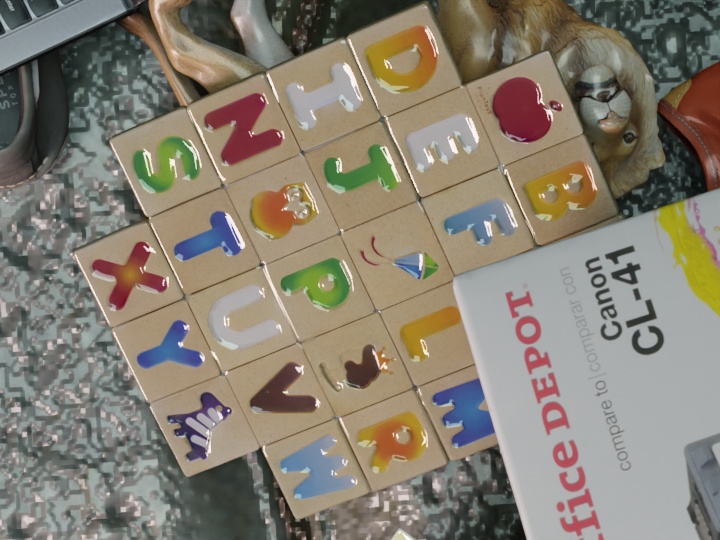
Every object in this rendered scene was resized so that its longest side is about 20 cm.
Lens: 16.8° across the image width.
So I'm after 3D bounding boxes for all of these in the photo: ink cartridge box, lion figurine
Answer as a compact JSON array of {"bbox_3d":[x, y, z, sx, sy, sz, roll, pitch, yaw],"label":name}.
[{"bbox_3d":[0.147,0.047,0.826,0.199,0.086,0.148,-18,64,5],"label":"ink cartridge box"},{"bbox_3d":[0.010,-0.070,0.931,0.199,0.072,0.123,-13,100,13],"label":"lion figurine"}]

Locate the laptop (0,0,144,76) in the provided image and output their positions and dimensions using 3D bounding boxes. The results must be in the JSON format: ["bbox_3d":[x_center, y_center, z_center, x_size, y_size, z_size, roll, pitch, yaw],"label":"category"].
[{"bbox_3d":[-0.142,-0.178,0.862,0.199,0.116,0.188,-26,83,-11],"label":"laptop"}]

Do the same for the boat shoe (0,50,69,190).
[{"bbox_3d":[-0.159,-0.129,0.931,0.066,0.057,0.201,-19,87,-1],"label":"boat shoe"}]

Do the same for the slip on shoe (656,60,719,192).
[{"bbox_3d":[0.160,0.015,0.922,0.061,0.074,0.201,-16,83,9],"label":"slip on shoe"}]

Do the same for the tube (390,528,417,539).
[{"bbox_3d":[0.077,0.179,0.918,0.200,0.052,0.058,37,87,1],"label":"tube"}]

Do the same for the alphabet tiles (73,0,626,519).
[{"bbox_3d":[0.000,0.000,0.910,0.199,0.006,0.167,-22,103,15],"label":"alphabet tiles"}]
